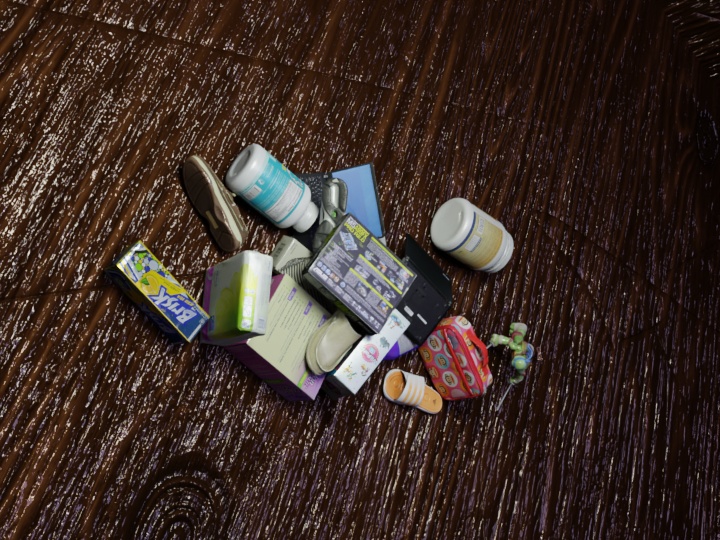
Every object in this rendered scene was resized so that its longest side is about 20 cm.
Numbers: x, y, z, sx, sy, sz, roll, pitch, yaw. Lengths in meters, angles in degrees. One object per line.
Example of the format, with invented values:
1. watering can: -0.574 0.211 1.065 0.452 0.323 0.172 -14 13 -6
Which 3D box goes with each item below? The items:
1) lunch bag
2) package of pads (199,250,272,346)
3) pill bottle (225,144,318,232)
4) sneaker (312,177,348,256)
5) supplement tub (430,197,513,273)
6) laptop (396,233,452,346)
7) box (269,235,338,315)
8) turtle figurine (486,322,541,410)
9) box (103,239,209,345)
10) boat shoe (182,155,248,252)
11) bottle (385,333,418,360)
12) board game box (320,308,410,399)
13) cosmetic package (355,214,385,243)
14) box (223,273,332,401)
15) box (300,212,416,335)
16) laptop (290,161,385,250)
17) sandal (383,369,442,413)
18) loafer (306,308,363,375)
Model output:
1. lunch bag: 0.239 0.215 1.815 0.082 0.175 0.203 -33 102 -43
2. package of pads: -0.239 0.054 1.414 0.067 0.199 0.158 13 72 -32
3. pill bottle: -0.181 -0.166 1.568 0.199 0.110 0.112 39 59 -30
4. sneaker: -0.059 -0.088 1.602 0.074 0.115 0.205 7 81 0
5. supplement tub: 0.296 -0.087 1.946 0.198 0.143 0.147 27 64 -34
6. laptop: 0.128 0.043 1.780 0.177 0.103 0.201 44 78 -18
7. box: -0.107 0.015 1.613 0.199 0.068 0.083 38 79 -28
8. turtle figurine: 0.401 0.233 2.022 0.143 0.201 0.194 40 28 6
9. box: -0.379 0.045 1.384 0.201 0.064 0.070 51 53 -21
10. boat shoe: -0.291 -0.142 1.502 0.075 0.074 0.205 -43 116 -52
11. bottle: 0.071 0.168 1.751 0.198 0.065 0.085 -21 91 -41
12. board game box: 0.003 0.177 1.586 0.064 0.147 0.201 41 66 -5
13. cosmetic package: 0.022 -0.029 1.756 0.082 0.050 0.204 -3 84 -43
14. box: -0.152 0.142 1.542 0.200 0.096 0.178 43 56 -25
15. box: -0.001 0.008 1.515 0.199 0.044 0.161 41 65 -14
16. laptop: -0.059 -0.145 1.675 0.198 0.102 0.181 -8 86 -42
17. sandal: 0.142 0.293 1.792 0.205 0.059 0.081 26 65 -35
18. loafer: -0.042 0.131 1.530 0.076 0.068 0.201 50 54 -21
